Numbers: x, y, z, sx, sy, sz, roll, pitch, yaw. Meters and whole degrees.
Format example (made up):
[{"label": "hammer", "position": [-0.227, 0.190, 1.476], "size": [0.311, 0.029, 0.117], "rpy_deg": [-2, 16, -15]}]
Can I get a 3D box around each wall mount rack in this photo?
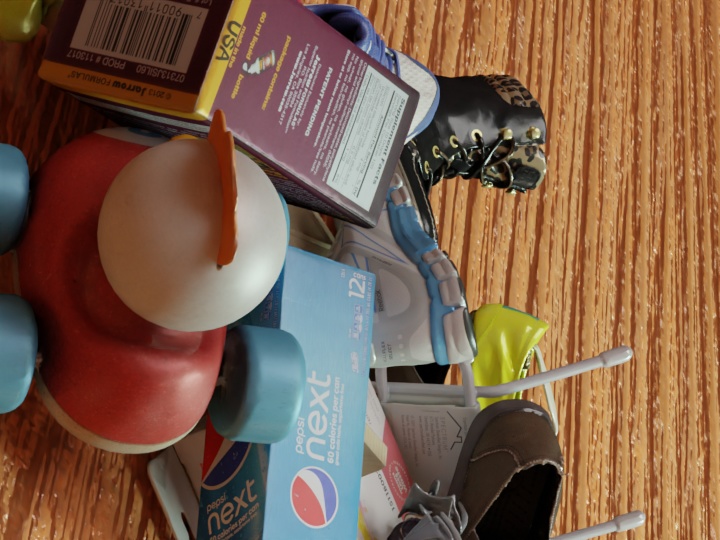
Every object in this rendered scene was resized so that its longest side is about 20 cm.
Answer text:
[{"label": "wall mount rack", "position": [0.083, 0.115, 1.778], "size": [0.075, 0.173, 0.201], "rpy_deg": [-53, 140, -59]}]

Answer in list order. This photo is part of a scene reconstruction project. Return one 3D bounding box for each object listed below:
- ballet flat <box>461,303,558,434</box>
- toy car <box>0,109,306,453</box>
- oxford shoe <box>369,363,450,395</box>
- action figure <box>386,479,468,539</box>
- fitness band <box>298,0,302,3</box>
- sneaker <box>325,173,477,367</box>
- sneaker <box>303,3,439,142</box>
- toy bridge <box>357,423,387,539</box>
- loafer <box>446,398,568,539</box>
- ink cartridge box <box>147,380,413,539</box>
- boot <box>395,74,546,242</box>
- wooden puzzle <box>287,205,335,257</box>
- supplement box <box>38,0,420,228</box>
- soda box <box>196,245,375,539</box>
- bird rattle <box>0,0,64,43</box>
[{"label": "ballet flat", "position": [0.097, 0.122, 1.880], "size": [0.067, 0.067, 0.201], "rpy_deg": [-49, 141, -76]}, {"label": "toy car", "position": [-0.096, -0.022, 1.436], "size": [0.184, 0.200, 0.178], "rpy_deg": [9, 56, -25]}, {"label": "oxford shoe", "position": [0.033, 0.027, 1.894], "size": [0.073, 0.084, 0.201], "rpy_deg": [41, 34, -41]}, {"label": "action figure", "position": [0.020, 0.207, 1.645], "size": [0.131, 0.069, 0.200], "rpy_deg": [88, 24, -45]}, {"label": "fitness band", "position": [-0.070, -0.153, 1.828], "size": [0.200, 0.037, 0.144], "rpy_deg": [51, 19, -6]}, {"label": "sneaker", "position": [0.000, 0.000, 1.677], "size": [0.200, 0.086, 0.075], "rpy_deg": [-123, -160, -63]}, {"label": "sneaker", "position": [-0.010, -0.120, 1.737], "size": [0.199, 0.088, 0.076], "rpy_deg": [4, 66, -46]}, {"label": "toy bridge", "position": [-0.013, 0.093, 1.643], "size": [0.067, 0.027, 0.201], "rpy_deg": [51, 28, -34]}, {"label": "loafer", "position": [0.077, 0.180, 1.727], "size": [0.071, 0.073, 0.201], "rpy_deg": [-126, -137, -64]}, {"label": "ink cartridge box", "position": [-0.042, 0.127, 1.670], "size": [0.117, 0.067, 0.200], "rpy_deg": [66, 24, -5]}, {"label": "boot", "position": [0.057, -0.074, 1.923], "size": [0.150, 0.073, 0.200], "rpy_deg": [3, 38, -25]}, {"label": "wooden puzzle", "position": [-0.094, -0.074, 1.723], "size": [0.185, 0.037, 0.201], "rpy_deg": [22, 36, -60]}, {"label": "supplement box", "position": [-0.067, -0.101, 1.545], "size": [0.200, 0.110, 0.086], "rpy_deg": [31, 77, -57]}, {"label": "soda box", "position": [-0.042, 0.093, 1.564], "size": [0.068, 0.064, 0.201], "rpy_deg": [19, 66, -36]}, {"label": "bird rattle", "position": [-0.156, -0.165, 1.631], "size": [0.163, 0.112, 0.200], "rpy_deg": [51, 16, -13]}]
